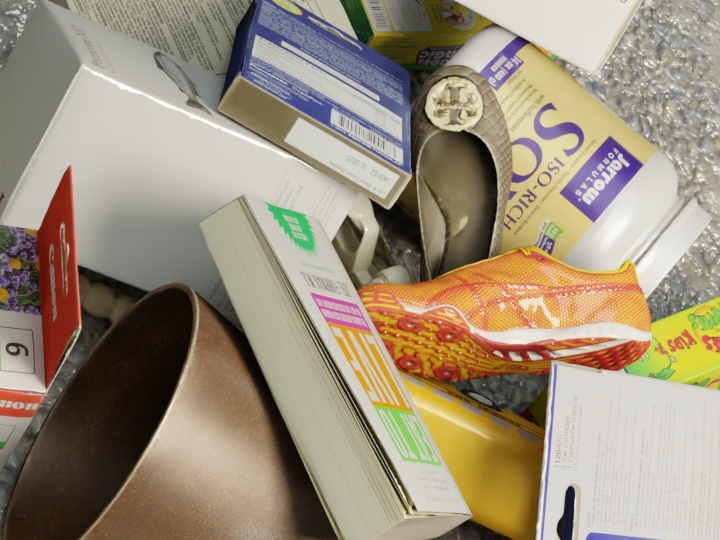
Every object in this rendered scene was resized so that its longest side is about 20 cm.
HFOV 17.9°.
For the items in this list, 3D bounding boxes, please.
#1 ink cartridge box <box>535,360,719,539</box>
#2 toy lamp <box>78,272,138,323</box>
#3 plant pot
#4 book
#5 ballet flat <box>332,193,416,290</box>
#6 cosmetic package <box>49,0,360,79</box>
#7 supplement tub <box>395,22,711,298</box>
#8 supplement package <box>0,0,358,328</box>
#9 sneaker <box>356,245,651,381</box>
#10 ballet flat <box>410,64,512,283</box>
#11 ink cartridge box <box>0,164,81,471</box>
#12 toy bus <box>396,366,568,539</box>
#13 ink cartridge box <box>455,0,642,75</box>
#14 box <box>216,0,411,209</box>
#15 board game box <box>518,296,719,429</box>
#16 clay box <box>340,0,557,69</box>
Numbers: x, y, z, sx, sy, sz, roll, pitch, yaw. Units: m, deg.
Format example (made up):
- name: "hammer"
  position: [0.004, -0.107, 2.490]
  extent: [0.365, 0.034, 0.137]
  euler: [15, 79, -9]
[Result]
- name: "ink cartridge box"
  position: [0.166, 0.164, 1.402]
  extent: [0.199, 0.047, 0.199]
  euler: [11, 81, -37]
- name: "toy lamp"
  position: [-0.181, 0.008, 1.406]
  extent: [0.199, 0.058, 0.058]
  euler: [24, 50, -10]
- name: "plant pot"
  position: [-0.071, 0.138, 1.309]
  extent: [0.200, 0.187, 0.188]
  euler: [33, 47, -21]
- name: "book"
  position: [-0.012, 0.058, 1.290]
  extent: [0.201, 0.048, 0.134]
  euler: [62, 15, 13]
- name: "ballet flat"
  position: [0.000, 0.000, 1.500]
  extent: [0.075, 0.064, 0.200]
  euler: [-18, 68, -36]
- name: "cosmetic package"
  position: [-0.110, -0.140, 1.526]
  extent: [0.199, 0.087, 0.104]
  euler: [-10, 63, -31]
- name: "supplement tub"
  position: [0.123, -0.054, 1.547]
  extent: [0.200, 0.146, 0.145]
  euler: [40, 49, 5]
- name: "supplement package"
  position: [-0.123, -0.061, 1.392]
  extent: [0.199, 0.118, 0.117]
  euler: [22, 17, -30]
- name: "sneaker"
  position: [0.082, 0.023, 1.412]
  extent: [0.199, 0.073, 0.077]
  euler: [3, 59, -21]
- name: "ballet flat"
  position: [0.061, -0.032, 1.456]
  extent: [0.067, 0.046, 0.201]
  euler: [2, 88, 9]
- name: "ink cartridge box"
  position: [-0.209, 0.037, 1.276]
  extent: [0.050, 0.200, 0.109]
  euler: [7, 54, -23]
- name: "toy bus"
  position: [0.030, 0.098, 1.424]
  extent: [0.199, 0.065, 0.078]
  euler: [26, 9, -9]
- name: "ink cartridge box"
  position: [0.115, -0.226, 1.584]
  extent: [0.145, 0.088, 0.200]
  euler: [26, 16, -9]
- name: "box"
  position: [-0.025, -0.113, 1.438]
  extent: [0.121, 0.032, 0.200]
  euler: [30, 22, -10]
- name: "board game box"
  position: [0.206, 0.070, 1.531]
  extent: [0.199, 0.102, 0.048]
  euler: [-19, 68, -35]
- name: "clay box"
  position: [0.071, -0.206, 1.692]
  extent: [0.199, 0.048, 0.115]
  euler: [-2, 58, -30]
